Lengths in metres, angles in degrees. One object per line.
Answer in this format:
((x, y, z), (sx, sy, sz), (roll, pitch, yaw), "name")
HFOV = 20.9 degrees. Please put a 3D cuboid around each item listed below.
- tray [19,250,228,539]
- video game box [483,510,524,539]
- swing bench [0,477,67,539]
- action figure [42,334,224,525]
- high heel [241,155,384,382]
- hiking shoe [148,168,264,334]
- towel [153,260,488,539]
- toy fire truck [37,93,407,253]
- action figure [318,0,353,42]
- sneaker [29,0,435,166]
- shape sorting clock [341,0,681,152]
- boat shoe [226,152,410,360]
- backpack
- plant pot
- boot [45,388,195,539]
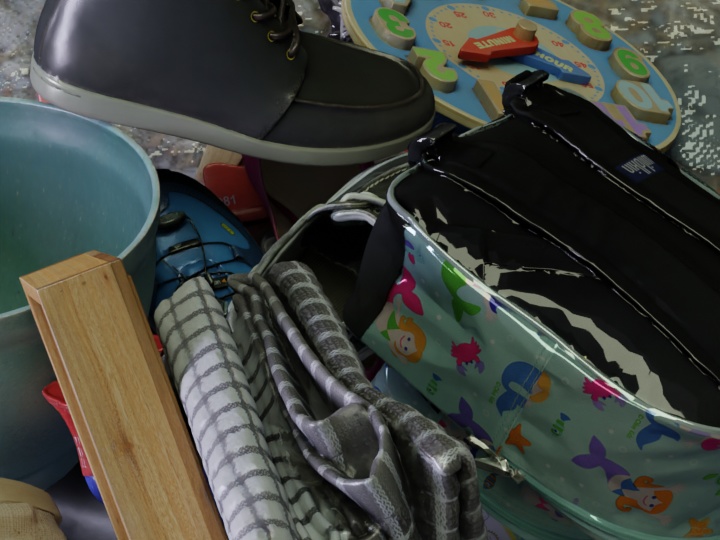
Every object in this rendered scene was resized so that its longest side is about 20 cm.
((-0.076, 0.092, 0.746), (0.037, 0.201, 0.099), (-22, 7, -12), "tray")
((0.097, 0.154, 0.852), (0.182, 0.047, 0.200), (-21, 33, -7), "video game box")
((-0.127, 0.205, 0.774), (0.129, 0.200, 0.199), (-26, 51, -14), "swing bench")
((-0.071, 0.127, 0.844), (0.052, 0.200, 0.065), (6, 35, 45), "action figure")
((-0.021, -0.032, 0.970), (0.067, 0.096, 0.201), (-10, 82, -2), "high heel")
((-0.057, 0.030, 0.940), (0.074, 0.087, 0.200), (-26, 76, -14), "hiking shoe")
((-0.002, 0.108, 0.738), (0.085, 0.200, 0.166), (-21, 34, -6), "towel")
((-0.063, -0.065, 1.048), (0.199, 0.049, 0.142), (-13, 83, -2), "toy fire truck")
((-0.055, -0.140, 1.122), (0.199, 0.102, 0.119), (14, 46, 22), "action figure")
((-0.049, -0.116, 0.921), (0.199, 0.106, 0.075), (6, 34, -17), "sneaker")
((0.085, -0.120, 1.075), (0.199, 0.039, 0.200), (17, 35, -12), "shape sorting clock")
((0.000, 0.000, 0.893), (0.072, 0.071, 0.200), (36, 49, 5), "boat shoe")
((0.109, 0.031, 0.834), (0.200, 0.151, 0.177), (32, 38, 23), "backpack")
((-0.186, 0.025, 0.894), (0.200, 0.135, 0.201), (-1, 34, 1), "plant pot")
((-0.199, 0.113, 0.958), (0.199, 0.066, 0.165), (12, 54, 12), "boot")
